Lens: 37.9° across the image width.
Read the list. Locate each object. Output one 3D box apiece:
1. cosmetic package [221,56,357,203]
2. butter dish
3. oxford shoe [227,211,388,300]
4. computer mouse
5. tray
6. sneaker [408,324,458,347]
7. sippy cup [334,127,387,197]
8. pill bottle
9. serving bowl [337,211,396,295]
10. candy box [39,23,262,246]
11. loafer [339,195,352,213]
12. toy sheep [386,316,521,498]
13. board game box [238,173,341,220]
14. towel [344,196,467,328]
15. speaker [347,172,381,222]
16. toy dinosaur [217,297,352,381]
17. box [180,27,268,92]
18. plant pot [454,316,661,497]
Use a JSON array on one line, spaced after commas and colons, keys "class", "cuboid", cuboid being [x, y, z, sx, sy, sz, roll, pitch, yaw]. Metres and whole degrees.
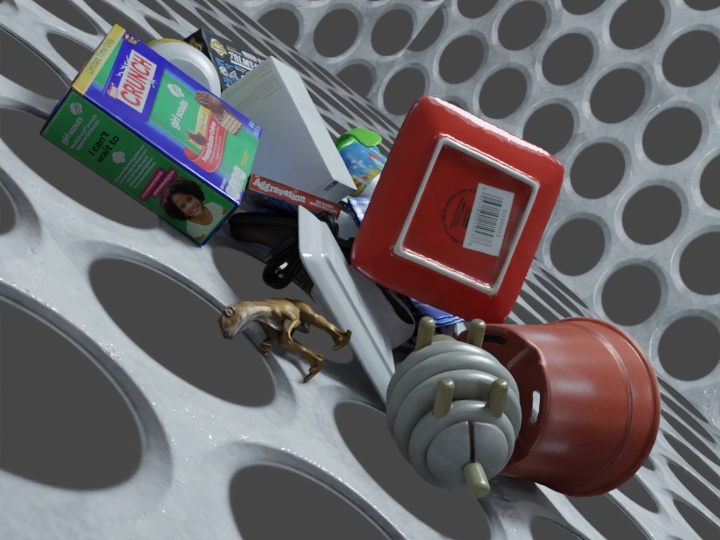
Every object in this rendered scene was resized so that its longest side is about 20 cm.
[{"class": "cosmetic package", "cuboid": [-0.102, -0.166, 1.387, 0.201, 0.112, 0.081, 65, 19, 16]}, {"class": "butter dish", "cuboid": [0.088, -0.064, 1.144, 0.198, 0.201, 0.148, 23, -1, -19]}, {"class": "oxford shoe", "cuboid": [-0.060, -0.013, 1.179, 0.199, 0.085, 0.073, 18, -4, 0]}, {"class": "computer mouse", "cuboid": [-0.011, 0.029, 1.136, 0.200, 0.109, 0.044, 42, 24, -28]}, {"class": "tray", "cuboid": [-0.009, 0.034, 1.051, 0.108, 0.022, 0.201, -95, 160, -59]}, {"class": "sneaker", "cuboid": [0.095, 0.099, 1.311, 0.200, 0.074, 0.088, -43, 113, -83]}, {"class": "sippy cup", "cuboid": [0.016, -0.114, 1.565, 0.130, 0.140, 0.178, 32, -5, 39]}, {"class": "pill bottle", "cuboid": [-0.229, -0.222, 1.275, 0.113, 0.113, 0.200, 35, 4, -18]}, {"class": "serving bowl", "cuboid": [0.000, 0.000, 1.325, 0.200, 0.066, 0.200, 38, 13, -10]}, {"class": "candy box", "cuboid": [-0.211, -0.145, 1.098, 0.199, 0.077, 0.170, 34, 31, -18]}, {"class": "loafer", "cuboid": [0.010, -0.038, 1.473, 0.200, 0.075, 0.070, 36, 8, -16]}, {"class": "toy sheep", "cuboid": [0.086, 0.129, 0.961, 0.138, 0.138, 0.200, 34, 25, -22]}, {"class": "board game box", "cuboid": [-0.094, -0.076, 1.192, 0.102, 0.020, 0.200, 18, -5, -15]}, {"class": "towel", "cuboid": [0.081, -0.019, 1.260, 0.144, 0.024, 0.201, -10, 57, -37]}, {"class": "speaker", "cuboid": [0.080, -0.038, 1.351, 0.200, 0.081, 0.081, 40, 12, 8]}, {"class": "toy dinosaur", "cuboid": [-0.060, 0.045, 0.988, 0.106, 0.061, 0.200, 41, 12, 16]}, {"class": "box", "cuboid": [-0.166, -0.242, 1.562, 0.200, 0.050, 0.200, 9, 56, -63]}, {"class": "plant pot", "cuboid": [0.183, 0.140, 1.111, 0.195, 0.201, 0.201, 12, 29, -49]}]
